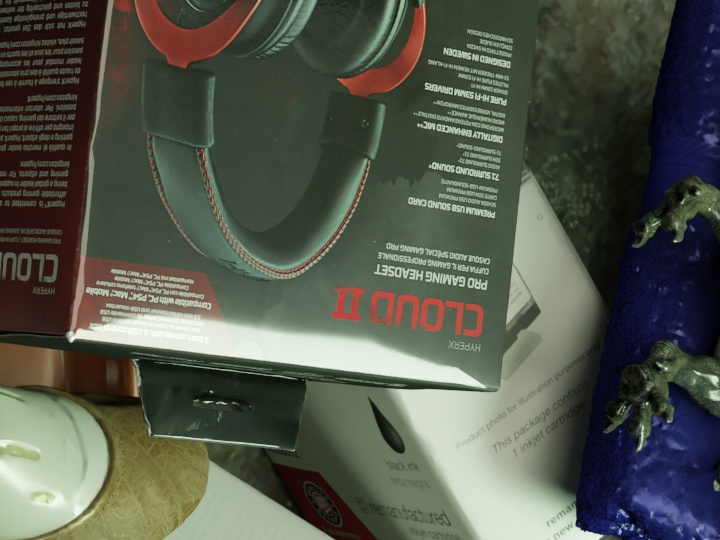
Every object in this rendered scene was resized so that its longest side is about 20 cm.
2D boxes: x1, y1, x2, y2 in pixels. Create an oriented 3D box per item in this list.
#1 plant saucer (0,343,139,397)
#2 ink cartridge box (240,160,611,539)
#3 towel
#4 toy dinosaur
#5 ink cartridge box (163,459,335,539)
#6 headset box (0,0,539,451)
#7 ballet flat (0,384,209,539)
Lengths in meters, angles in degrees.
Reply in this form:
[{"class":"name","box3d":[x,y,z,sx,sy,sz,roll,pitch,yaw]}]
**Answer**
[{"class":"plant saucer","box3d":[-0.169,0.038,0.947,0.200,0.032,0.201,0,90,-23]},{"class":"ink cartridge box","box3d":[0.000,0.000,0.957,0.083,0.147,0.200,-35,103,-21]},{"class":"towel","box3d":[0.145,0.010,0.937,0.147,0.050,0.200,21,67,-18]},{"class":"toy dinosaur","box3d":[0.116,0.014,0.869,0.088,0.047,0.200,7,71,-38]},{"class":"ink cartridge box","box3d":[-0.032,0.151,0.914,0.200,0.048,0.146,32,57,-5]},{"class":"headset box","box3d":[-0.030,-0.052,0.808,0.148,0.075,0.200,9,86,-37]},{"class":"ballet flat","box3d":[-0.137,0.067,0.859,0.200,0.072,0.068,-12,57,-16]}]
